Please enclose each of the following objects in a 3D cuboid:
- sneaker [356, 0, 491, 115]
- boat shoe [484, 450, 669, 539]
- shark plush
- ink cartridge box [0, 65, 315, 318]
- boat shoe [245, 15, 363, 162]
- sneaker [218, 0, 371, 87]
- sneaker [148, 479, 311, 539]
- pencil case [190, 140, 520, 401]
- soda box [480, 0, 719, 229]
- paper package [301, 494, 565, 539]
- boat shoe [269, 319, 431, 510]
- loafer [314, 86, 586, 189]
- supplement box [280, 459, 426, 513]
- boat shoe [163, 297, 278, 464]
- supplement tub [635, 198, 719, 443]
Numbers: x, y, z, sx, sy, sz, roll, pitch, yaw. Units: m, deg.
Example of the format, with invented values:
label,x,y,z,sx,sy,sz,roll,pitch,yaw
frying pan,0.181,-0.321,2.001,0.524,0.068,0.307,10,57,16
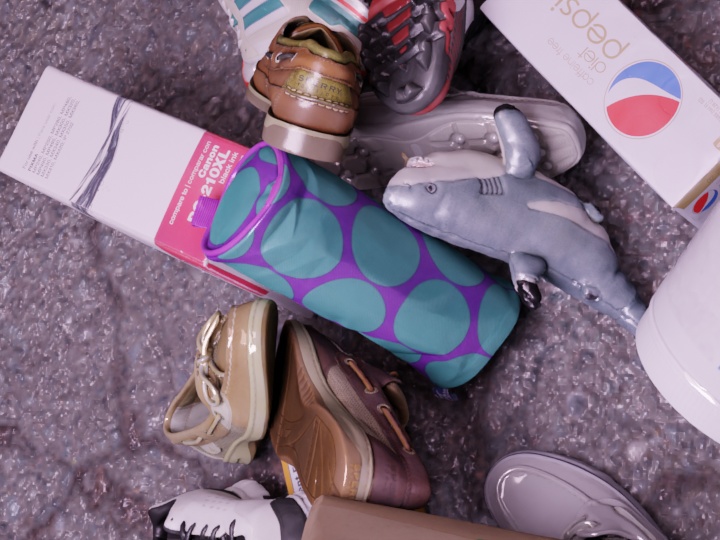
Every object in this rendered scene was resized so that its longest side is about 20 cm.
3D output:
label,x,y,z,sx,sy,sz,roll,pitch,yaw
sneaker,0.048,-0.165,1.130,0.071,0.098,0.201,-29,40,26
boat shoe,0.143,0.172,1.017,0.200,0.066,0.072,43,99,31
shark plush,0.106,-0.004,1.061,0.200,0.083,0.091,45,134,-7
ink cartridge box,-0.124,-0.054,1.184,0.199,0.145,0.085,24,87,32
boat shoe,-0.027,-0.121,1.080,0.200,0.071,0.068,-118,43,-71
sneaker,-0.072,-0.178,1.232,0.199,0.070,0.094,32,87,29
sneaker,-0.076,0.174,1.077,0.200,0.079,0.074,171,95,-68
pencil case,0.000,0.000,1.067,0.092,0.199,0.086,-7,57,57
soda box,0.166,-0.118,1.086,0.068,0.064,0.200,-46,60,11
paper package,0.048,0.233,0.941,0.199,0.104,0.192,12,124,2
boat shoe,-0.006,0.089,1.038,0.200,0.071,0.073,-130,49,-66
loafer,0.058,-0.094,1.134,0.199,0.070,0.070,2,46,33
supplement box,0.007,0.184,1.092,0.068,0.066,0.201,-23,66,26
boat shoe,-0.089,0.072,1.103,0.063,0.201,0.074,7,69,-7
supplement tub,0.251,-0.008,0.929,0.132,0.131,0.201,50,126,30
